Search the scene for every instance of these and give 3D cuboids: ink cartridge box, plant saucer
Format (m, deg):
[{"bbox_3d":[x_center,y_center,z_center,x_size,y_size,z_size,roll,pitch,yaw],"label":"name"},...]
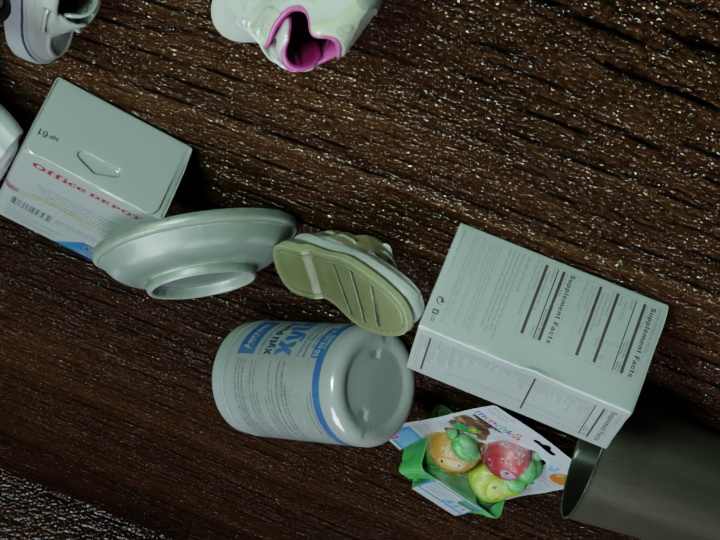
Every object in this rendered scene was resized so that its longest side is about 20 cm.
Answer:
[{"bbox_3d":[-0.259,-0.087,1.682,0.144,0.085,0.200,27,159,-11],"label":"ink cartridge box"},{"bbox_3d":[-0.155,-0.009,1.674,0.199,0.051,0.200,-10,168,-2],"label":"plant saucer"}]

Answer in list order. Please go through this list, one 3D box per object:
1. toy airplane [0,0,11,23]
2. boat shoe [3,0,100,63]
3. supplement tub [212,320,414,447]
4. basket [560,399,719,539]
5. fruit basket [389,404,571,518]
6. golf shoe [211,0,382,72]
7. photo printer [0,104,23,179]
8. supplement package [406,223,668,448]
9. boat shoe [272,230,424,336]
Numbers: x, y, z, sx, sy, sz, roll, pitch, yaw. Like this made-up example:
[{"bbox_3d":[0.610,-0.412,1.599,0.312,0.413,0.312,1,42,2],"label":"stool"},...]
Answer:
[{"bbox_3d":[-0.368,-0.239,1.300,0.199,0.141,0.201,6,125,52],"label":"toy airplane"},{"bbox_3d":[-0.235,-0.218,1.375,0.065,0.072,0.200,26,151,5],"label":"boat shoe"},{"bbox_3d":[-0.051,0.120,1.900,0.199,0.132,0.132,1,150,44],"label":"supplement tub"},{"bbox_3d":[0.318,0.213,1.745,0.199,0.137,0.180,19,163,2],"label":"basket"},{"bbox_3d":[0.145,0.216,1.982,0.185,0.094,0.200,36,153,-29],"label":"fruit basket"},{"bbox_3d":[-0.056,-0.181,1.240,0.075,0.092,0.200,33,159,-27],"label":"golf shoe"},{"bbox_3d":[-0.414,-0.144,1.706,0.166,0.070,0.200,39,157,-8],"label":"photo printer"},{"bbox_3d":[0.156,0.060,1.566,0.199,0.110,0.114,22,158,4],"label":"supplement package"},{"bbox_3d":[0.000,0.000,1.597,0.200,0.068,0.075,26,136,50],"label":"boat shoe"}]
